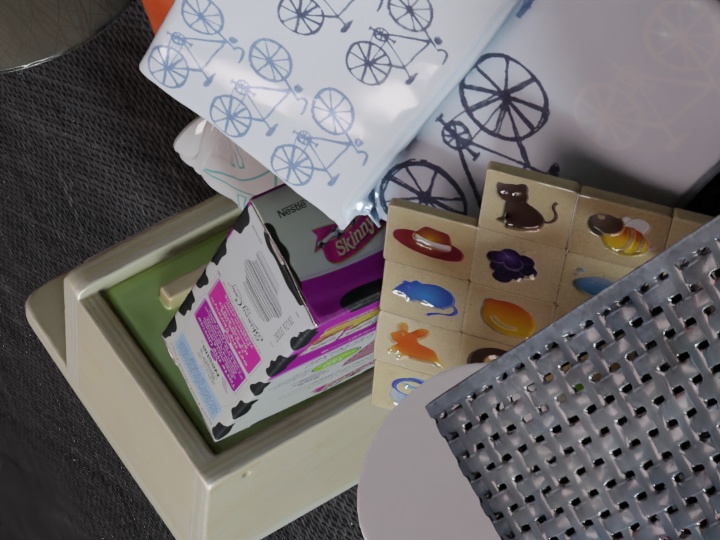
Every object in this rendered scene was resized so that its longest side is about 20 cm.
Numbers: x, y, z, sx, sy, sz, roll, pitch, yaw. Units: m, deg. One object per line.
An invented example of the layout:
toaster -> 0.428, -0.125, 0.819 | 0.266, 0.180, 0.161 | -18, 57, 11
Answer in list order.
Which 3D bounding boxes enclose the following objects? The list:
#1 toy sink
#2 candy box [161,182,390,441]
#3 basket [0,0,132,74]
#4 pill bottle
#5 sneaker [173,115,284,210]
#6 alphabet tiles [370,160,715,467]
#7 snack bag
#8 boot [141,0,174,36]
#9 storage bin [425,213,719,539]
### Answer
toy sink -> -0.084, 0.035, 1.180 | 0.200, 0.130, 0.112 | 53, 156, 25
candy box -> 0.000, 0.000, 0.943 | 0.061, 0.136, 0.200 | 62, 158, 9
basket -> -0.220, -0.211, 1.091 | 0.200, 0.179, 0.137 | 70, -157, -56
pill bottle -> 0.088, 0.113, 0.806 | 0.200, 0.112, 0.112 | 41, 177, -42
sneaker -> -0.033, -0.071, 1.043 | 0.080, 0.070, 0.200 | 51, 163, 4
alphabet tiles -> 0.087, 0.034, 0.827 | 0.165, 0.006, 0.200 | 15, 144, 7
snack bag -> 0.034, -0.069, 0.765 | 0.200, 0.021, 0.189 | 37, 137, -4
boot -> -0.118, -0.167, 1.056 | 0.075, 0.107, 0.201 | 29, 142, 51
storage bin -> 0.129, 0.028, 0.644 | 0.094, 0.135, 0.200 | 59, 144, 6
